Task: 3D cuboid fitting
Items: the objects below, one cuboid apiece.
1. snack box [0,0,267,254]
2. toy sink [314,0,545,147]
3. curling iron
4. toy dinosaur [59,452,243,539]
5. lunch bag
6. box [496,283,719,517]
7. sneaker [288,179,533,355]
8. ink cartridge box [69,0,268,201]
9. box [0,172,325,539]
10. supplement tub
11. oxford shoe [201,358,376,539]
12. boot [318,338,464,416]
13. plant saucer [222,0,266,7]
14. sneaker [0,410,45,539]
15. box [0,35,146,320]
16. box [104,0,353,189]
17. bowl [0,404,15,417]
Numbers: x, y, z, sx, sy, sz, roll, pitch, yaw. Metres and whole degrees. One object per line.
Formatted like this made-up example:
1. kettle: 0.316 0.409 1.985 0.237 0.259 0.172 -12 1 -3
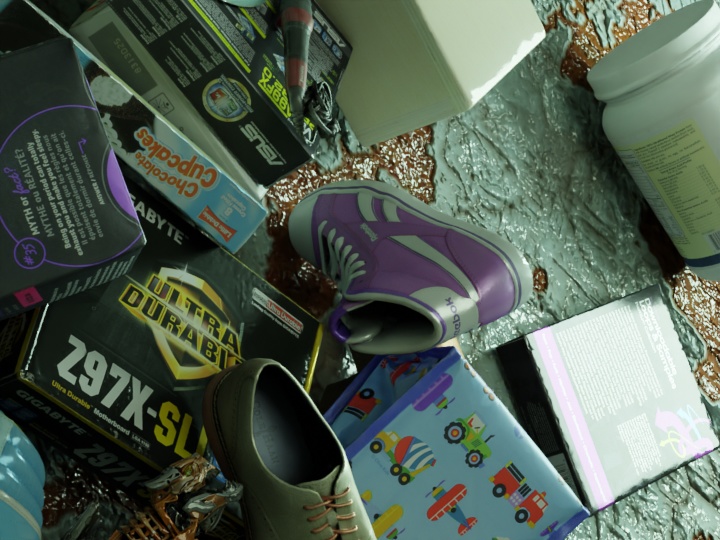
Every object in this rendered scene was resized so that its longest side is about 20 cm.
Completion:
1. snack box: -0.147 -0.093 1.275 0.200 0.116 0.037 41 90 -14
2. toy sink: 0.020 -0.211 1.507 0.130 0.112 0.200 -46 112 -48
3. curling iron: -0.040 -0.153 1.381 0.050 0.026 0.200 65 11 -45
4. toy dinosaur: -0.122 0.203 1.173 0.136 0.200 0.102 34 12 -7
5. lunch bag: 0.019 0.166 1.342 0.200 0.094 0.151 -45 110 -17
6. box: 0.195 0.099 1.638 0.200 0.036 0.143 -17 86 -49
7. sneaker: 0.000 -0.001 1.368 0.114 0.200 0.073 -30 121 -35
8. ink cartridge box: -0.103 -0.139 1.434 0.162 0.050 0.200 55 23 -13
9. box: -0.118 0.050 1.246 0.200 0.049 0.160 38 49 -31
10. supplement tub: 0.291 -0.108 1.758 0.200 0.145 0.145 57 41 -11
11. oxford shoe: -0.028 0.142 1.192 0.071 0.074 0.200 -28 88 -22
12. boot: 0.062 0.075 1.467 0.155 0.077 0.200 39 50 -27
13. plant saucer: -0.105 -0.265 1.360 0.201 0.039 0.201 43 30 -32
14. sneaker: -0.244 0.117 1.113 0.200 0.079 0.131 32 52 -47
15. box: -0.227 -0.027 1.107 0.200 0.106 0.122 -20 86 -13
16. box: -0.093 -0.173 1.383 0.200 0.044 0.160 49 28 -21
17. bowl: -0.206 -0.004 1.242 0.200 0.039 0.201 23 56 -39
